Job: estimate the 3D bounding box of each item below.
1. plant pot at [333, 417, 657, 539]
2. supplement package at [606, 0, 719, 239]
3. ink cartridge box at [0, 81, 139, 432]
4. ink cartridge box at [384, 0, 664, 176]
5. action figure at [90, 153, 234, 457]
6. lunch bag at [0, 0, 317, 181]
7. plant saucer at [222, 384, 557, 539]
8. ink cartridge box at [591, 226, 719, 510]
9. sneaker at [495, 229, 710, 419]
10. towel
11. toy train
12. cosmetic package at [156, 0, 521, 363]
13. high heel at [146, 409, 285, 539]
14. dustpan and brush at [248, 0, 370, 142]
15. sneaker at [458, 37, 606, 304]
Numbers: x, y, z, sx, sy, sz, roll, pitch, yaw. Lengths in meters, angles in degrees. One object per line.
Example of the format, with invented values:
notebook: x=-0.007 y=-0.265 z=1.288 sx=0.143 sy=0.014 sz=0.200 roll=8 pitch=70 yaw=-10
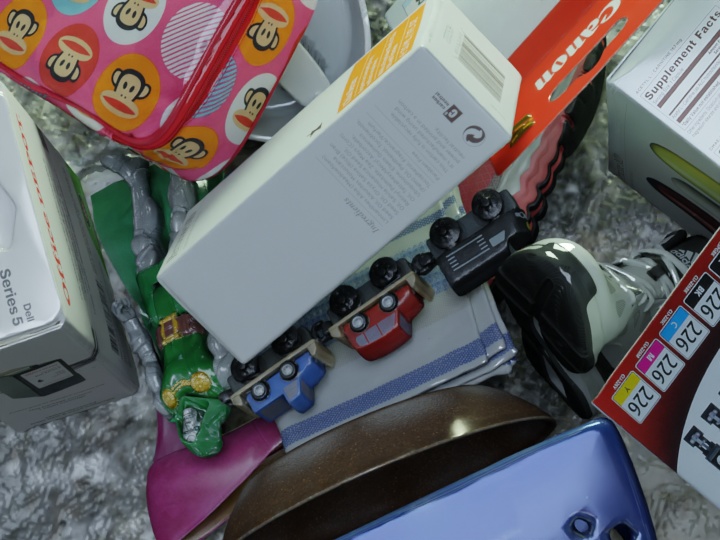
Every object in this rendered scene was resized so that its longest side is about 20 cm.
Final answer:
plant pot: x=0.082 y=0.201 z=1.403 sx=0.200 sy=0.200 sz=0.180 roll=-24 pitch=82 yaw=2
supplement package: x=0.257 y=-0.072 z=1.442 sx=0.200 sy=0.191 sz=0.147 roll=39 pitch=84 yaw=13
ink cartridge box: x=-0.200 y=-0.003 z=1.477 sx=0.084 sy=0.200 sz=0.146 roll=-18 pitch=75 yaw=2
ink cartridge box: x=0.096 y=-0.158 z=1.470 sx=0.047 sy=0.200 sz=0.160 roll=37 pitch=104 yaw=-23
action figure: x=-0.105 y=0.015 z=1.506 sx=0.118 sy=0.055 sz=0.200 roll=-32 pitch=60 yaw=33
lunch bag: x=-0.120 y=-0.164 z=1.498 sx=0.200 sy=0.082 sz=0.176 roll=31 pitch=91 yaw=36
plant saucer: x=0.009 y=0.108 z=1.425 sx=0.200 sy=0.200 sz=0.037 roll=-24 pitch=76 yaw=1
ink cartridge box: x=0.247 y=0.039 z=1.297 sx=0.175 sy=0.084 sz=0.200 roll=39 pitch=118 yaw=12
sneaker: x=0.143 y=0.003 z=1.437 sx=0.115 sy=0.201 sz=0.076 roll=-40 pitch=71 yaw=-7
towel: x=0.000 y=0.000 z=1.484 sx=0.147 sy=0.024 sz=0.200 roll=-26 pitch=57 yaw=14
toy train: x=0.009 y=0.025 z=1.434 sx=0.200 sy=0.034 sz=0.046 roll=-34 pitch=66 yaw=9
cosmetic package: x=-0.010 y=-0.051 z=1.407 sx=0.200 sy=0.101 sz=0.071 roll=-41 pitch=103 yaw=20
high heel: x=-0.029 y=0.107 z=1.495 sx=0.199 sy=0.067 sz=0.096 roll=-7 pitch=67 yaw=10
dustpan and brush: x=-0.030 y=-0.111 z=1.552 sx=0.140 sy=0.057 sz=0.200 roll=-40 pitch=106 yaw=5
sneaker: x=0.080 y=-0.080 z=1.527 sx=0.087 sy=0.074 sz=0.200 roll=24 pitch=81 yaw=13
